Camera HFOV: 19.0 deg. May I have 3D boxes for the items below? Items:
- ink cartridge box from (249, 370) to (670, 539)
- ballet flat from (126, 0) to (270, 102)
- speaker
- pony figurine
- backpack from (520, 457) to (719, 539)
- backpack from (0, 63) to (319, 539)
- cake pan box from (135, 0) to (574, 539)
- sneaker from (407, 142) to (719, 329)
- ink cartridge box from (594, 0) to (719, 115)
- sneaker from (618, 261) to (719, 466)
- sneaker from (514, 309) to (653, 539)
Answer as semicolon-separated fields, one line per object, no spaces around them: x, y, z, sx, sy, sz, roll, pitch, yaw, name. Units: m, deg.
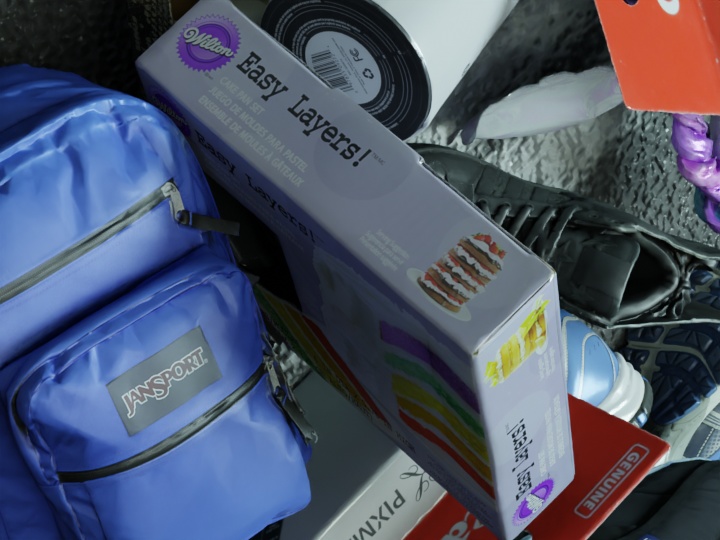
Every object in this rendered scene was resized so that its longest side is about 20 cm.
0.012;0.105;0.958;0.200;0.173;0.044;-45;124;-14;ink cartridge box
-0.062;-0.134;0.888;0.068;0.075;0.201;-20;117;-32;ballet flat
0.040;-0.142;0.910;0.200;0.081;0.082;-53;131;-38;speaker
0.154;-0.113;1.017;0.192;0.166;0.202;2;89;-43;pony figurine
0.152;0.168;1.013;0.200;0.163;0.154;-38;155;-42;backpack
-0.111;0.023;0.853;0.162;0.167;0.201;-35;120;-28;backpack
0.000;0.000;0.871;0.052;0.200;0.185;-41;155;-16;cake pan box
0.092;-0.012;1.019;0.199;0.104;0.060;10;101;-37;sneaker
0.172;-0.144;0.925;0.199;0.057;0.164;2;68;-48;ink cartridge box
0.174;0.078;1.134;0.085;0.077;0.201;29;98;-42;sneaker
0.051;0.099;1.060;0.200;0.076;0.077;-43;103;-16;sneaker
